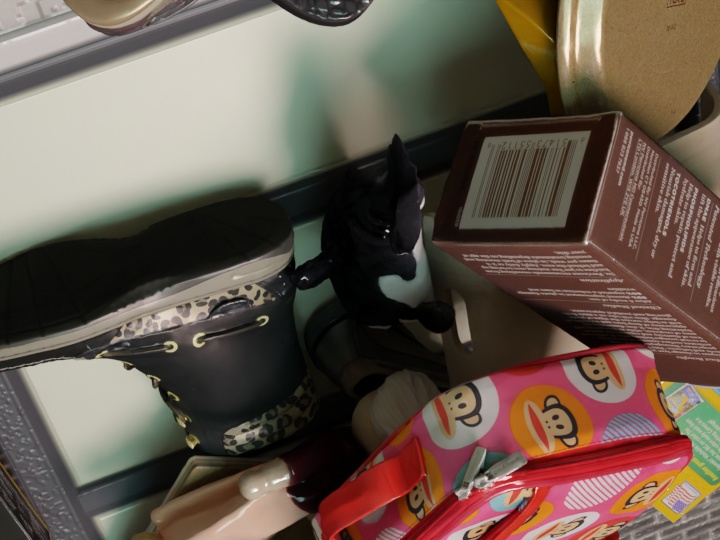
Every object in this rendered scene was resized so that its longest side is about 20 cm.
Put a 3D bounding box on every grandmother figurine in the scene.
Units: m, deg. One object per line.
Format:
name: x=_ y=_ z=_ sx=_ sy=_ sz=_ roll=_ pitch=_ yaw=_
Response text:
grandmother figurine: x=-0.037 y=0.123 z=0.912 sx=0.199 sy=0.061 sz=0.121 roll=-33 pitch=169 yaw=10

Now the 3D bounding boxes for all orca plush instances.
orca plush: x=0.000 y=0.000 z=0.843 sx=0.071 sy=0.200 sz=0.106 roll=-29 pitch=90 yaw=-9

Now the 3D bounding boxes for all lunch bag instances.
lunch bag: x=0.061 y=0.117 z=0.837 sx=0.175 sy=0.082 sz=0.200 roll=-6 pitch=153 yaw=-30

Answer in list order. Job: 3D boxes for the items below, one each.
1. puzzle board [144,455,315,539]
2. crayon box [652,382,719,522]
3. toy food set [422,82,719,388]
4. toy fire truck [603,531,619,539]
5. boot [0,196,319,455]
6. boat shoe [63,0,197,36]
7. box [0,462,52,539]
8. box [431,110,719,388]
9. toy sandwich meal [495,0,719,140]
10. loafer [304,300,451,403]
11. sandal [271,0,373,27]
puzzle board: x=-0.079 y=0.183 z=1.020 sx=0.150 sy=0.017 sz=0.201 roll=6 pitch=135 yaw=-31
crayon box: x=0.246 y=0.067 z=1.050 sx=0.200 sy=0.052 sz=0.126 roll=-42 pitch=129 yaw=13
toy food set: x=0.133 y=-0.012 z=0.922 sx=0.199 sy=0.060 sz=0.144 roll=-25 pitch=129 yaw=-17
toy fire truck: x=0.085 y=0.200 z=1.042 sx=0.167 sy=0.113 sz=0.200 roll=-22 pitch=173 yaw=27
boot: x=-0.123 y=0.052 z=0.888 sx=0.202 sy=0.074 sz=0.155 roll=-17 pitch=133 yaw=-5
boat shoe: x=-0.060 y=-0.185 z=0.730 sx=0.072 sy=0.065 sz=0.200 roll=45 pitch=84 yaw=1
box: x=-0.290 y=0.141 z=0.909 sx=0.159 sy=0.049 sz=0.201 roll=-26 pitch=131 yaw=-3
box: x=0.140 y=-0.005 z=0.811 sx=0.200 sy=0.100 sz=0.076 roll=34 pitch=67 yaw=-41
toy sandwich meal: x=0.130 y=-0.156 z=0.797 sx=0.205 sy=0.070 sz=0.207 roll=-31 pitch=130 yaw=-45
loafer: x=0.047 y=0.087 z=0.982 sx=0.199 sy=0.063 sz=0.072 roll=29 pitch=111 yaw=-35
sandal: x=-0.059 y=-0.185 z=0.680 sx=0.075 sy=0.200 sz=0.045 roll=-41 pitch=170 yaw=-12
